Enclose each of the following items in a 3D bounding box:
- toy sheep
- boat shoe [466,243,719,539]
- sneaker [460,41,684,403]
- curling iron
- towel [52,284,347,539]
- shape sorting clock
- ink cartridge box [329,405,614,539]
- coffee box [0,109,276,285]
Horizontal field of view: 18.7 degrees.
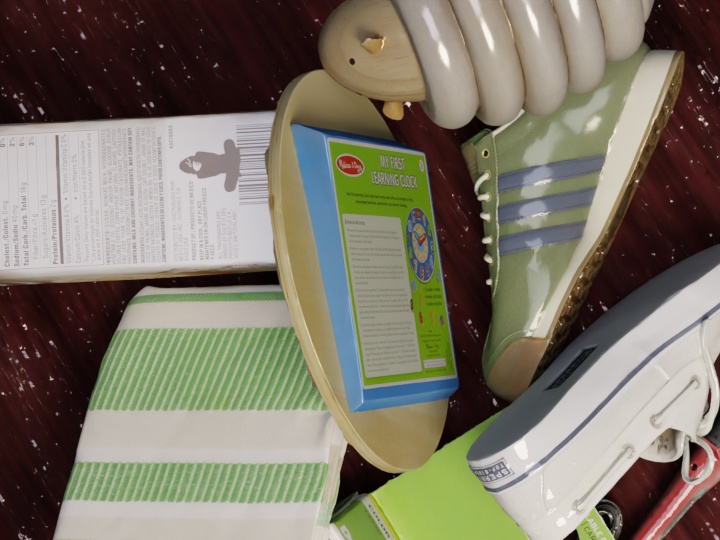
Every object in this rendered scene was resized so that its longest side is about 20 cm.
[{"bbox_3d":[0.073,-0.138,1.061,0.199,0.138,0.138,-25,87,-1],"label":"toy sheep"},{"bbox_3d":[0.145,0.068,1.093,0.202,0.075,0.086,-41,102,-33],"label":"boat shoe"},{"bbox_3d":[0.089,-0.037,1.133,0.090,0.067,0.201,25,91,13],"label":"sneaker"},{"bbox_3d":[0.173,0.094,1.138,0.200,0.026,0.050,-44,88,2],"label":"curling iron"},{"bbox_3d":[-0.075,0.096,1.098,0.152,0.023,0.201,-1,59,21],"label":"towel"},{"bbox_3d":[0.000,0.000,1.066,0.039,0.200,0.201,-9,88,21],"label":"shape sorting clock"},{"bbox_3d":[0.031,0.178,1.101,0.200,0.076,0.148,-34,87,18],"label":"ink cartridge box"},{"bbox_3d":[-0.123,-0.036,1.121,0.199,0.114,0.080,-3,88,5],"label":"coffee box"}]
